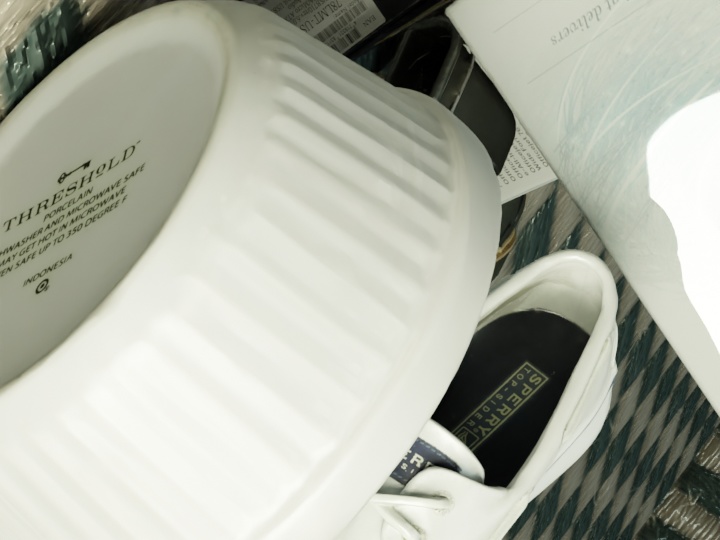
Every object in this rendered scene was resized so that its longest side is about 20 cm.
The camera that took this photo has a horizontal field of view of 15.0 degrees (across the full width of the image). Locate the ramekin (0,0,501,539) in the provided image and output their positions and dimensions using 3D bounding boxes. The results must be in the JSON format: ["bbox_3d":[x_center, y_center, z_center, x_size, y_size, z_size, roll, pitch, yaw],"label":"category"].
[{"bbox_3d":[-0.062,0.008,0.829,0.202,0.094,0.202,-35,-148,26],"label":"ramekin"}]

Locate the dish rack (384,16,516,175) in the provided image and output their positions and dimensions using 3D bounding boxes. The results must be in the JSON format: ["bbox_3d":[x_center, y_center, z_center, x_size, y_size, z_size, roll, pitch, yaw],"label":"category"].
[{"bbox_3d":[-0.040,0.001,0.960,0.200,0.055,0.153,-10,-134,48],"label":"dish rack"}]

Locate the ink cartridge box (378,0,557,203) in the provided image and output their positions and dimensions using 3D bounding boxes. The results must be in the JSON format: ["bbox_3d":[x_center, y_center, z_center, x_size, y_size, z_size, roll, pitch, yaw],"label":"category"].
[{"bbox_3d":[0.120,-0.120,1.158,0.145,0.084,0.200,-47,-167,-32],"label":"ink cartridge box"}]

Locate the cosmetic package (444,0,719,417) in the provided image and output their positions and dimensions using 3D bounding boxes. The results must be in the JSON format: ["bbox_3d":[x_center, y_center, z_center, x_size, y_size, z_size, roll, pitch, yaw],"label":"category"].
[{"bbox_3d":[0.172,-0.067,0.920,0.199,0.200,0.123,-34,-177,17],"label":"cosmetic package"}]

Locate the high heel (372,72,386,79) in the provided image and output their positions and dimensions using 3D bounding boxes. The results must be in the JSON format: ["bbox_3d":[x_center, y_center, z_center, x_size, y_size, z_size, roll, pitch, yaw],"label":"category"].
[{"bbox_3d":[0.000,0.000,1.097,0.200,0.071,0.143,61,24,-80],"label":"high heel"}]

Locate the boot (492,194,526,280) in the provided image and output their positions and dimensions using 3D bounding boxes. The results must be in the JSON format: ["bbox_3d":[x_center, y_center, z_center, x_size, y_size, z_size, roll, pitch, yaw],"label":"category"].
[{"bbox_3d":[0.044,-0.046,1.291,0.200,0.077,0.138,-57,171,-65],"label":"boot"}]

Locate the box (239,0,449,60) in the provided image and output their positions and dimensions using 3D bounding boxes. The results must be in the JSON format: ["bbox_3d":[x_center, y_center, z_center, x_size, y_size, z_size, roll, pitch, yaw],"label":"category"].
[{"bbox_3d":[0.077,-0.156,1.008,0.198,0.050,0.200,-31,-177,37],"label":"box"}]

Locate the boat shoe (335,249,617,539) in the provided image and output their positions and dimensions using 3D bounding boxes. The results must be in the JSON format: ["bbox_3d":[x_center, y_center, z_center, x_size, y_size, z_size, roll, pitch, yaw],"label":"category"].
[{"bbox_3d":[0.011,0.065,0.822,0.200,0.074,0.065,-51,162,-33],"label":"boat shoe"}]
